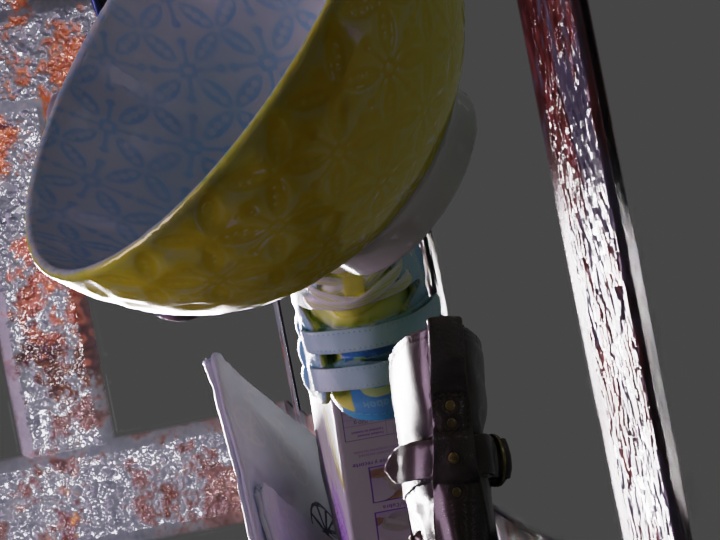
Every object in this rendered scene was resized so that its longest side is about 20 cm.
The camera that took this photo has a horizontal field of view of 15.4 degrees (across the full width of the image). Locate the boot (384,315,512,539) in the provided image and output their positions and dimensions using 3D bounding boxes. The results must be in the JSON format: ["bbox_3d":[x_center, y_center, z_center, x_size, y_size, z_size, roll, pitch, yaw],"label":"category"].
[{"bbox_3d":[0.040,0.116,1.118,0.200,0.069,0.175,107,157,-72],"label":"boot"}]

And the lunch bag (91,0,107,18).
[{"bbox_3d":[-0.066,-0.183,1.165,0.132,0.135,0.202,-116,15,-74],"label":"lunch bag"}]

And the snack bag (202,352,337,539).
[{"bbox_3d":[-0.010,0.157,1.475,0.188,0.021,0.201,41,-157,-44],"label":"snack bag"}]

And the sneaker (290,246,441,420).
[{"bbox_3d":[0.000,0.000,1.179,0.200,0.079,0.132,34,-134,-83],"label":"sneaker"}]

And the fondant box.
[{"bbox_3d":[0.007,0.074,1.380,0.145,0.058,0.201,-107,6,-51],"label":"fondant box"}]

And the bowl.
[{"bbox_3d":[-0.022,-0.058,0.971,0.107,0.200,0.200,33,-162,-25],"label":"bowl"}]

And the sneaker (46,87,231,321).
[{"bbox_3d":[-0.081,-0.029,1.168,0.200,0.077,0.113,-26,-59,-71],"label":"sneaker"}]
